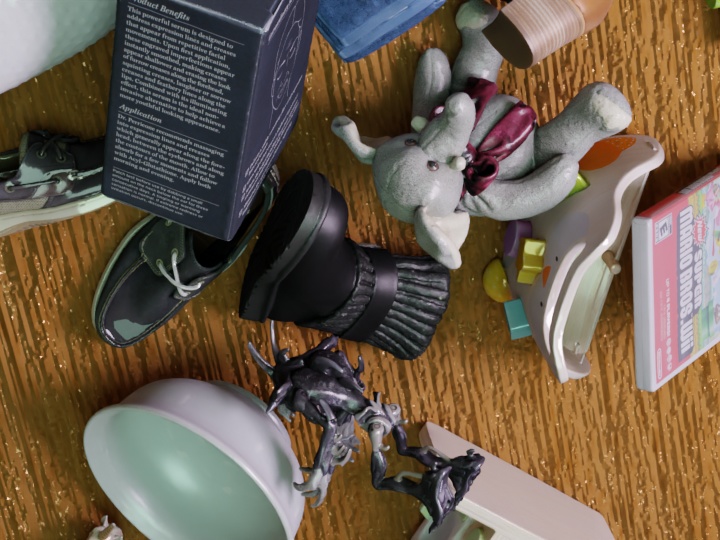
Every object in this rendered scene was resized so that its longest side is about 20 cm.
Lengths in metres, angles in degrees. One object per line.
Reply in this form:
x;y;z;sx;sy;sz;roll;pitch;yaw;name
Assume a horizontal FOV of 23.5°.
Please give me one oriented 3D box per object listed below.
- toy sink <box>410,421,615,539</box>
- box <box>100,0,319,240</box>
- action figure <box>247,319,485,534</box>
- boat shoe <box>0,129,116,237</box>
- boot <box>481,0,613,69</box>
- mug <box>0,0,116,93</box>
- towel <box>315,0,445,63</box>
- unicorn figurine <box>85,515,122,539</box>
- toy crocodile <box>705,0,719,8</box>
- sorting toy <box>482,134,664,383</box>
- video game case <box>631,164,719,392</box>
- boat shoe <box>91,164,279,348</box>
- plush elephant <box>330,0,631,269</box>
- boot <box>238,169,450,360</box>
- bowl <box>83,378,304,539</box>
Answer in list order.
0.115;0.241;1.469;0.199;0.131;0.112;29;105;-19;toy sink
-0.103;-0.151;1.226;0.106;0.149;0.201;20;136;5;box
-0.010;0.128;1.339;0.199;0.119;0.102;34;122;10;action figure
-0.246;-0.075;1.327;0.199;0.072;0.065;-18;117;5;boat shoe
0.118;-0.265;1.292;0.155;0.074;0.201;-41;101;-25;boot
-0.242;-0.246;1.234;0.174;0.148;0.201;-28;82;-6;mug
-0.030;-0.250;1.247;0.111;0.049;0.200;-28;114;33;towel
-0.244;0.292;1.474;0.137;0.074;0.201;-26;127;-8;unicorn figurine
0.290;-0.265;1.344;0.067;0.062;0.201;-18;117;-2;toy crocodile
0.165;-0.001;1.350;0.106;0.180;0.201;15;109;-4;sorting toy
0.276;-0.006;1.388;0.200;0.017;0.144;-29;121;-45;video game case
-0.142;-0.013;1.368;0.072;0.068;0.200;40;102;-22;boat shoe
0.071;-0.091;1.310;0.165;0.155;0.201;44;118;17;plush elephant
0.000;-0.002;1.343;0.157;0.211;0.080;14;68;-10;boot
-0.118;0.154;1.400;0.200;0.090;0.202;23;141;20;bowl
